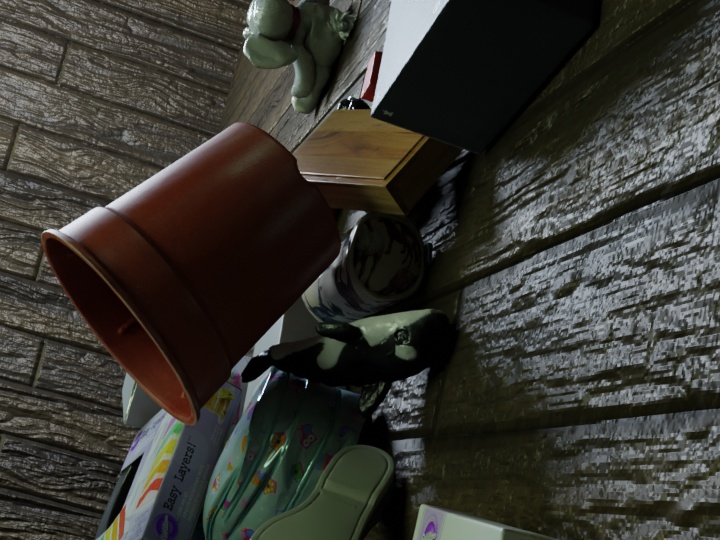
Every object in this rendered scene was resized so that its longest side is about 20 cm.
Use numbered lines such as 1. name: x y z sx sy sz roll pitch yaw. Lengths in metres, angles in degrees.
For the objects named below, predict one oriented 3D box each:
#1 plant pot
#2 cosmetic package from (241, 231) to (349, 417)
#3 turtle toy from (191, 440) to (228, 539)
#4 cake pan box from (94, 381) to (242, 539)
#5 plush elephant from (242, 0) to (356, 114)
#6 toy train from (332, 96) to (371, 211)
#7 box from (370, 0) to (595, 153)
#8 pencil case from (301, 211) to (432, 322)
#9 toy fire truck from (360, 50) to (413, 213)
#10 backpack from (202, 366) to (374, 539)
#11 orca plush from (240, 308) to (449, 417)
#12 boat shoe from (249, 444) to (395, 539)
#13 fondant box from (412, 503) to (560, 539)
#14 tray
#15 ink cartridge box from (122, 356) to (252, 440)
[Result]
1. plant pot: -0.132 -0.009 1.072 0.195 0.202 0.201 -40 2 -20
2. cosmetic package: -0.059 0.061 1.323 0.107 0.089 0.202 126 159 -48
3. turtle toy: -0.138 0.258 1.273 0.201 0.143 0.102 -96 20 -58
4. cake pan box: -0.198 0.215 1.227 0.200 0.052 0.186 -40 24 51
5. plush elephant: -0.105 -0.346 1.828 0.200 0.152 0.167 143 141 -69
6. toy train: -0.037 -0.077 1.262 0.046 0.034 0.203 31 99 58
7. box: 0.098 -0.225 0.976 0.200 0.103 0.185 131 153 -61
8. pencil case: 0.000 0.000 1.170 0.090 0.077 0.200 -60 9 -17
9. toy fire truck: 0.030 -0.139 1.271 0.141 0.048 0.203 143 140 -69
10. backpack: -0.067 0.186 1.126 0.168 0.125 0.202 -88 22 -55
11. orca plush: -0.011 0.083 1.025 0.105 0.197 0.072 22 -118 -61
12. boat shoe: -0.031 0.211 0.960 0.200 0.072 0.063 -44 -35 -52
13. fondant box: 0.056 0.242 0.704 0.144 0.057 0.203 161 125 -74
14. tray: 0.005 -0.101 1.129 0.099 0.037 0.199 -48 27 -19
15. ink cartridge box: -0.165 0.139 1.416 0.144 0.197 0.086 -144 72 -76
